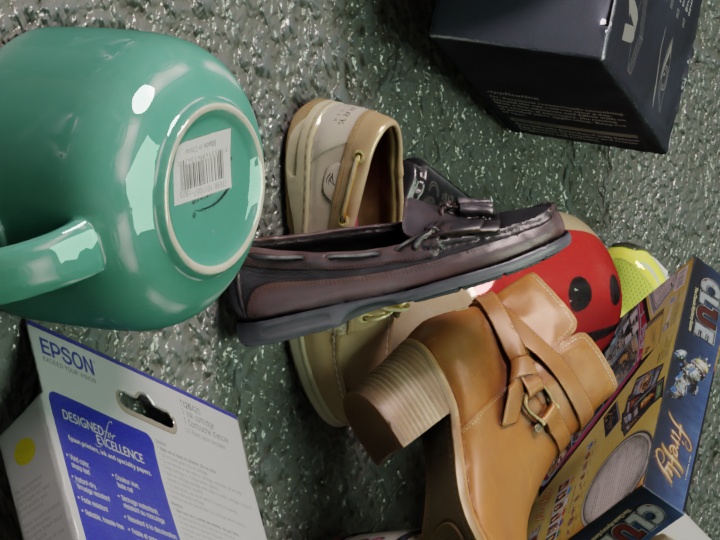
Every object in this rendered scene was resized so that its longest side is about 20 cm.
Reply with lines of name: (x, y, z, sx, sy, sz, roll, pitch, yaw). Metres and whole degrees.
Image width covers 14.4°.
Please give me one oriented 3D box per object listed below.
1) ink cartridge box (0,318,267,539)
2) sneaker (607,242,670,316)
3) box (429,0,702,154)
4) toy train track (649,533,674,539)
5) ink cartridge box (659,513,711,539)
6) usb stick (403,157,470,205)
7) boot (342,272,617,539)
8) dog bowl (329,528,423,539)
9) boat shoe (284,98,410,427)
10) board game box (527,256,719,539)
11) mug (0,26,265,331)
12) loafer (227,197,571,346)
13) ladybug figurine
ink cartridge box: (-0.111, 0.146, 1.521, 0.197, 0.047, 0.201, 30, 34, -52)
sneaker: (0.172, 0.082, 1.964, 0.090, 0.078, 0.202, -6, 101, -54)
box: (0.142, -0.200, 1.797, 0.200, 0.117, 0.198, 40, 61, -67)
toy train track: (0.118, 0.232, 1.749, 0.200, 0.033, 0.115, -47, 151, 6)
ink cartridge box: (0.157, 0.207, 1.857, 0.145, 0.200, 0.083, -34, 168, -50)
usb stick: (0.069, -0.015, 1.829, 0.200, 0.032, 0.056, 35, 75, -54)
boot: (0.097, 0.112, 1.701, 0.154, 0.074, 0.201, -33, 98, -29)
dog bowl: (0.006, 0.251, 1.741, 0.200, 0.073, 0.202, -17, 110, -55)
boat shoe: (0.000, 0.000, 1.690, 0.074, 0.069, 0.202, -30, 120, -51)
board game box: (0.164, 0.100, 1.783, 0.035, 0.135, 0.201, 34, 44, -15)
mug: (-0.124, -0.032, 1.451, 0.152, 0.114, 0.186, 50, 53, -48)
loafer: (0.019, -0.012, 1.624, 0.072, 0.199, 0.063, -89, 162, -83)
ladybug figurine: (0.098, 0.034, 1.806, 0.199, 0.072, 0.137, -22, 132, -38)
